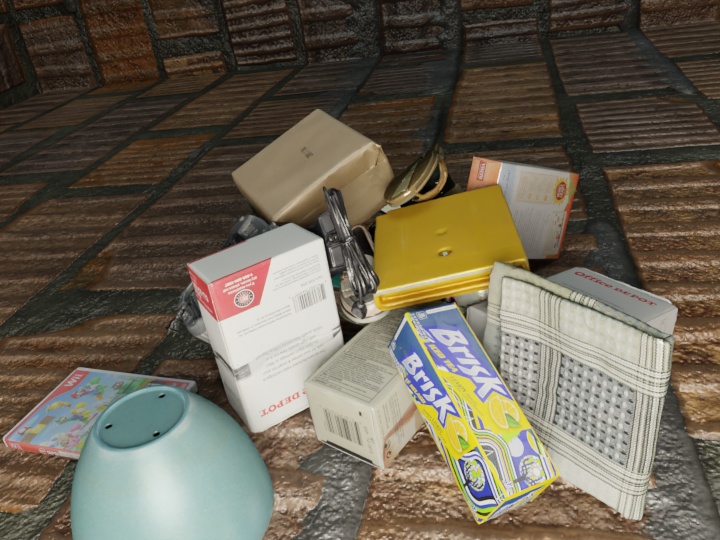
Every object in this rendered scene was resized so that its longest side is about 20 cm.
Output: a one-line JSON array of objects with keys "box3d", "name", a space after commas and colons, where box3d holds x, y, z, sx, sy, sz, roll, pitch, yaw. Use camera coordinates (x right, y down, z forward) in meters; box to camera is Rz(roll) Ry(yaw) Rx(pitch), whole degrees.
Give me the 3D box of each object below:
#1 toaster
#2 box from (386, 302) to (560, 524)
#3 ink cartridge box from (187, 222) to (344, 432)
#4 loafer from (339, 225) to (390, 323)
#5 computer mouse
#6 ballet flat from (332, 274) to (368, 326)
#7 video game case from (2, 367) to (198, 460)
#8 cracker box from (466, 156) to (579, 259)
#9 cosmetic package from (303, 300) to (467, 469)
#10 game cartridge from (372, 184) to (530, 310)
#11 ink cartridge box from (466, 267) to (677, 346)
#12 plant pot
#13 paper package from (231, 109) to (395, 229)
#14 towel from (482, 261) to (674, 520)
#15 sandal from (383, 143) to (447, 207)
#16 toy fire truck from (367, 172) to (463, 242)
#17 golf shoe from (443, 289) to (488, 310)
[{"box3d": [-0.147, 0.038, 0.854, 0.201, 0.129, 0.113, -52, 35, 0], "name": "toaster"}, {"box3d": [0.103, 0.132, 0.632, 0.069, 0.065, 0.201, -9, 53, -28], "name": "box"}, {"box3d": [-0.104, 0.067, 0.768, 0.143, 0.203, 0.083, -23, 28, -25], "name": "ink cartridge box"}, {"box3d": [0.000, 0.000, 0.843, 0.071, 0.064, 0.201, -14, 22, 3], "name": "loafer"}, {"box3d": [-0.016, -0.008, 0.757, 0.045, 0.142, 0.200, -17, -11, -16], "name": "computer mouse"}, {"box3d": [0.025, 0.050, 0.900, 0.198, 0.068, 0.068, 12, 28, 32], "name": "ballet flat"}, {"box3d": [-0.326, 0.181, 0.814, 0.197, 0.018, 0.143, 2, 31, 20], "name": "video game case"}, {"box3d": [0.234, -0.089, 0.952, 0.198, 0.136, 0.057, -1, 18, -42], "name": "cracker box"}, {"box3d": [0.039, 0.119, 0.748, 0.102, 0.088, 0.199, 13, 36, 38], "name": "cosmetic package"}, {"box3d": [0.102, -0.034, 0.783, 0.173, 0.033, 0.201, -12, 28, 10], "name": "game cartridge"}, {"box3d": [0.241, 0.076, 0.742, 0.198, 0.087, 0.146, -14, 26, -33], "name": "ink cartridge box"}, {"box3d": [-0.195, 0.194, 0.630, 0.196, 0.137, 0.201, -7, 28, 4], "name": "plant pot"}, {"box3d": [-0.073, -0.131, 0.968, 0.190, 0.104, 0.200, -37, 38, -7], "name": "paper package"}, {"box3d": [0.189, 0.109, 0.613, 0.034, 0.196, 0.199, -19, 30, -31], "name": "towel"}, {"box3d": [0.090, -0.128, 0.906, 0.080, 0.054, 0.200, -33, 9, 26], "name": "sandal"}, {"box3d": [0.057, -0.074, 1.029, 0.175, 0.130, 0.199, -38, 10, -22], "name": "toy fire truck"}, {"box3d": [0.118, -0.001, 0.848, 0.074, 0.093, 0.200, 18, 15, -24], "name": "golf shoe"}]
